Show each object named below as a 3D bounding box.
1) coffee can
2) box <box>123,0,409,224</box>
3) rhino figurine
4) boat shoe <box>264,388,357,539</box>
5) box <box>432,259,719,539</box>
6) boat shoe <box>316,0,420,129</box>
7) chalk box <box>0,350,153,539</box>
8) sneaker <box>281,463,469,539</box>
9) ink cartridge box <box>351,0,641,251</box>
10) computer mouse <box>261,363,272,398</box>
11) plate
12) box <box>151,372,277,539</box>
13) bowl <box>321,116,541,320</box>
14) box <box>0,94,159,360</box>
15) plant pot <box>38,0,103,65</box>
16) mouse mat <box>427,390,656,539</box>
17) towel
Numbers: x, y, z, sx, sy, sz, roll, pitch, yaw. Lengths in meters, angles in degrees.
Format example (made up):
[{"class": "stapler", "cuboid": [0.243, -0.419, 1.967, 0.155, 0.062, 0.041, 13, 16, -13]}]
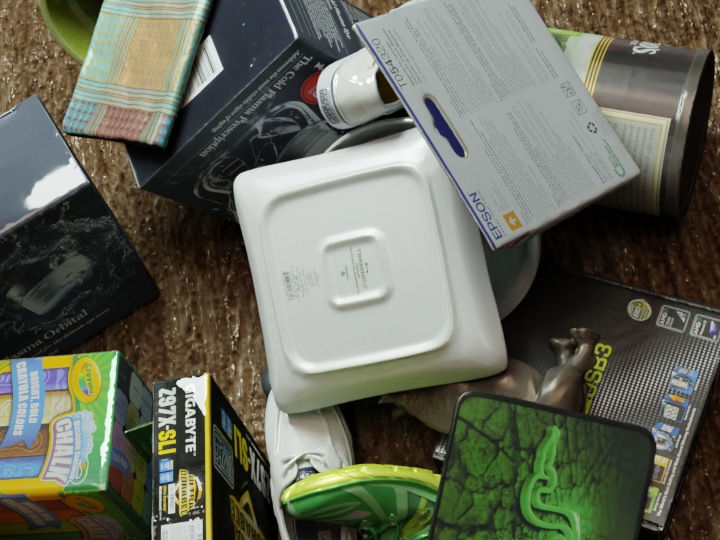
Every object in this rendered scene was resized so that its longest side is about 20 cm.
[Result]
[{"class": "coffee can", "cuboid": [0.191, -0.131, 1.254, 0.199, 0.147, 0.147, 12, 64, 17]}, {"class": "box", "cuboid": [-0.075, -0.143, 1.252, 0.200, 0.182, 0.104, -40, 56, 26]}, {"class": "rhino figurine", "cuboid": [0.088, 0.088, 1.152, 0.199, 0.060, 0.088, 2, 71, 19]}, {"class": "boat shoe", "cuboid": [-0.036, 0.172, 1.162, 0.073, 0.065, 0.201, -16, 69, 0]}, {"class": "box", "cuboid": [0.183, 0.101, 1.184, 0.192, 0.048, 0.201, 18, 66, 19]}, {"class": "boat shoe", "cuboid": [0.046, -0.175, 1.178, 0.070, 0.071, 0.200, -6, 22, 40]}, {"class": "chalk box", "cuboid": [-0.236, 0.149, 1.197, 0.199, 0.125, 0.124, -4, 60, 10]}, {"class": "sneaker", "cuboid": [0.037, 0.195, 1.110, 0.199, 0.074, 0.084, 12, 72, -18]}, {"class": "ink cartridge box", "cuboid": [0.099, -0.120, 1.110, 0.200, 0.043, 0.197, -26, 82, -41]}, {"class": "computer mouse", "cuboid": [0.013, 0.076, 1.246, 0.199, 0.034, 0.059, -12, 69, -3]}, {"class": "plate", "cuboid": [0.000, 0.000, 1.135, 0.199, 0.032, 0.201, -13, 87, 21]}, {"class": "box", "cuboid": [-0.107, 0.192, 1.103, 0.049, 0.200, 0.160, -11, 59, 7]}, {"class": "bowl", "cuboid": [0.059, -0.050, 1.213, 0.200, 0.202, 0.090, 6, 30, 15]}, {"class": "box", "cuboid": [-0.307, -0.012, 1.259, 0.196, 0.200, 0.118, -32, 60, -7]}, {"class": "plant pot", "cuboid": [-0.197, -0.312, 1.426, 0.199, 0.201, 0.185, -3, 49, 10]}, {"class": "mouse mat", "cuboid": [0.130, 0.201, 1.091, 0.160, 0.008, 0.201, 12, 87, -6]}, {"class": "towel", "cuboid": [-0.181, -0.204, 1.226, 0.146, 0.022, 0.201, 11, 82, 45]}]
